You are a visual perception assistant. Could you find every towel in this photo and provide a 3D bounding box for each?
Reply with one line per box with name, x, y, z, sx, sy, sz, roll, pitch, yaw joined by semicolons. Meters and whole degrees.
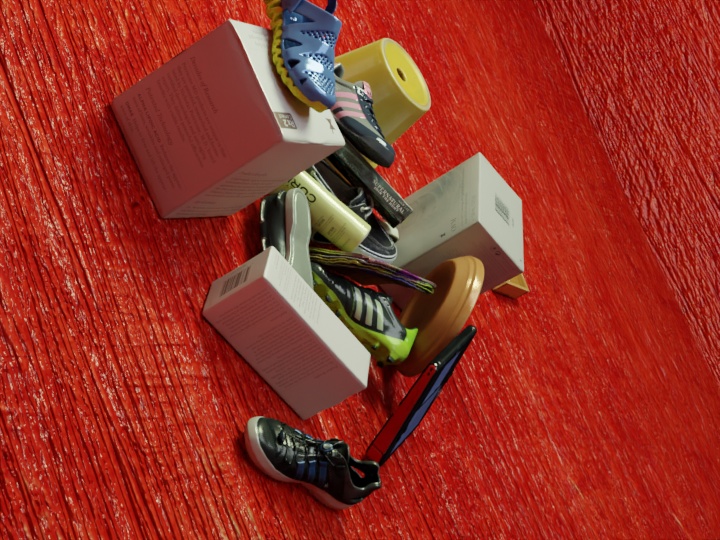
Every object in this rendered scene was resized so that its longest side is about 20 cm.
towel;0.000;0.000;1.787;0.200;0.143;0.023;22;78;-54

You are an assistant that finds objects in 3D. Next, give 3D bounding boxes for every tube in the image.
tube;-0.078;-0.100;1.735;0.200;0.058;0.052;40;-4;-5

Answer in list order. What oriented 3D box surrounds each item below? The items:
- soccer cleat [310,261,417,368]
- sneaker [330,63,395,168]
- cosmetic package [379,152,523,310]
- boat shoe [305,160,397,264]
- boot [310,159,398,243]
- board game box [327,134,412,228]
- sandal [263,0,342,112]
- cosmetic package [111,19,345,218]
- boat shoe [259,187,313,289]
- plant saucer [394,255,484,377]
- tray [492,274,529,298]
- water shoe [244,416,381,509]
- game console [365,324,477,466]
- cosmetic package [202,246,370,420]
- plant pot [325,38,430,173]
soccer cleat;-0.005;0.049;1.753;0.200;0.067;0.081;43;56;-16
sneaker;-0.004;-0.227;1.812;0.200;0.082;0.070;45;-6;28
cosmetic package;0.141;-0.048;2.014;0.123;0.200;0.199;45;28;-25
boat shoe;-0.014;-0.086;1.794;0.200;0.068;0.072;43;33;-14
boot;-0.024;-0.105;1.920;0.200;0.072;0.144;16;48;-53
board game box;-0.006;-0.145;1.838;0.200;0.028;0.135;47;-4;-1
sandal;-0.059;-0.281;1.536;0.079;0.087;0.200;28;41;-54
cosmetic package;-0.161;-0.181;1.576;0.165;0.200;0.165;-7;70;-64
boat shoe;-0.102;-0.010;1.674;0.076;0.060;0.200;45;41;-54
plant saucer;0.104;0.060;1.842;0.037;0.200;0.200;33;32;-14
tray;0.252;-0.048;2.428;0.099;0.037;0.200;18;47;-56
water shoe;-0.053;0.214;1.501;0.200;0.079;0.072;37;33;-41
game console;0.085;0.167;1.714;0.031;0.177;0.200;38;23;8
cosmetic package;-0.087;0.078;1.557;0.200;0.101;0.071;50;26;-24
plant pot;-0.004;-0.258;1.980;0.201;0.189;0.201;43;29;-32
